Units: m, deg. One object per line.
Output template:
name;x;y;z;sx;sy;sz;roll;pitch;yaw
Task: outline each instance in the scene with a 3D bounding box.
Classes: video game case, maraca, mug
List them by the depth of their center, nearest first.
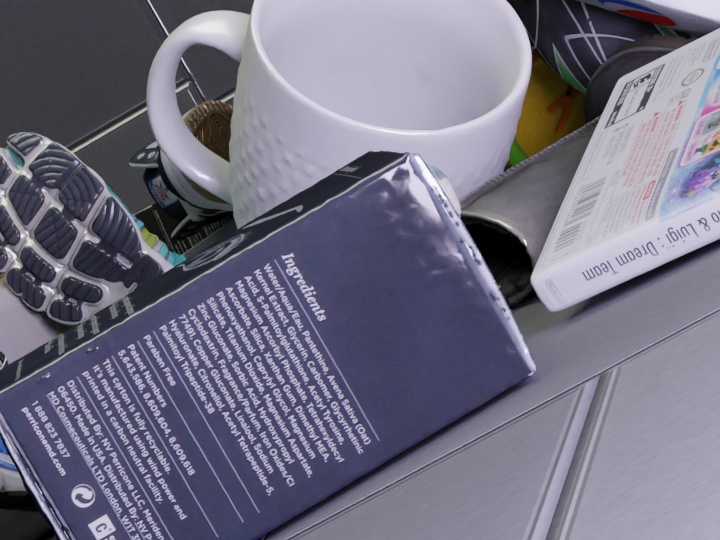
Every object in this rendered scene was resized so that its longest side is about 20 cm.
video game case;0.173;-0.070;1.250;0.182;0.024;0.200;-25;19;29
mug;-0.021;-0.069;1.510;0.176;0.199;0.148;103;-167;-45
maraca;0.090;-0.131;1.727;0.107;0.138;0.200;-12;-25;24

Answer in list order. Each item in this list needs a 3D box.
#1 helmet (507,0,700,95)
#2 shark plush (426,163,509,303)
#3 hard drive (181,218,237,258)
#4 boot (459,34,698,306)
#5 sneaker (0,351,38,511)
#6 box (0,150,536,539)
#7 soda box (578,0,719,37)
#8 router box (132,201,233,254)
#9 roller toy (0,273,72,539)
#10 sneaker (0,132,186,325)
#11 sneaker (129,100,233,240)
helmet;0.169;-0.180;1.602;0.200;0.200;0.191;-29;26;7
shark plush;-0.015;0.018;1.355;0.091;0.083;0.200;-35;7;-40
hard drive;-0.051;-0.010;1.831;0.200;0.042;0.135;-33;-16;17
boot;0.108;-0.045;1.430;0.200;0.073;0.182;-39;9;-24
sneaker;-0.185;0.072;1.435;0.199;0.090;0.078;9;-14;-25
box;-0.044;0.042;1.177;0.200;0.105;0.148;-30;5;-3
soda box;0.125;-0.174;1.472;0.064;0.199;0.068;30;-102;-77
router box;-0.054;-0.036;1.940;0.157;0.052;0.200;-29;-14;11
roller toy;-0.227;0.088;1.566;0.200;0.140;0.182;-33;6;-26
sneaker;-0.127;0.007;1.531;0.078;0.200;0.080;-48;-7;9
sneaker;-0.103;-0.058;1.755;0.108;0.070;0.200;-26;2;22
